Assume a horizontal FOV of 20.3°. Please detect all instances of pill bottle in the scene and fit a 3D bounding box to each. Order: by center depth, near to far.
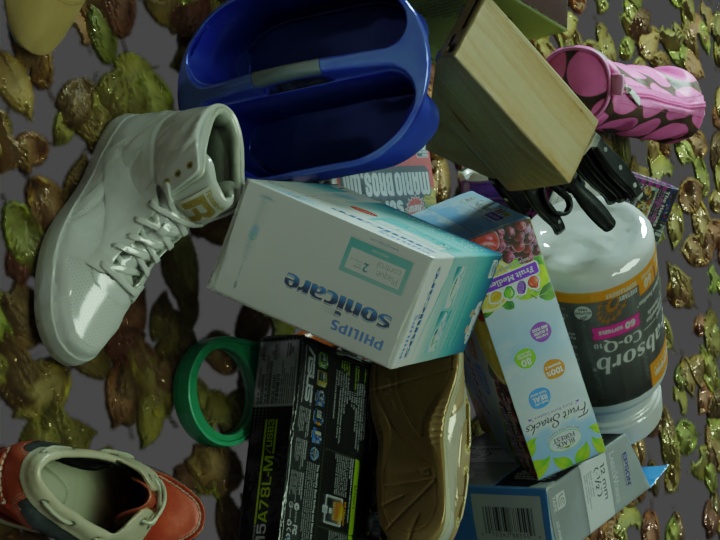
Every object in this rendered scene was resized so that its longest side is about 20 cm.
[{"bbox_3d":[0.199,0.047,1.693,0.117,0.116,0.201,-57,145,-42],"label":"pill bottle"}]

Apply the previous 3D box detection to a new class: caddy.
[{"bbox_3d":[-0.036,-0.137,1.470,0.105,0.199,0.143,12,70,-68],"label":"caddy"}]

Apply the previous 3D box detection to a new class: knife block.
[{"bbox_3d":[0.142,-0.108,1.557,0.200,0.175,0.064,94,20,-63],"label":"knife block"}]

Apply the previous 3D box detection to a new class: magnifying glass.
[{"bbox_3d":[-0.071,0.073,1.511,0.200,0.022,0.080,-26,103,-50],"label":"magnifying glass"}]

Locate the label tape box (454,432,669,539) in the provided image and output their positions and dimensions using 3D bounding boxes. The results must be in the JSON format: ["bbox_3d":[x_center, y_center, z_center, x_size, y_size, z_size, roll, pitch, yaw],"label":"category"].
[{"bbox_3d":[0.146,0.172,1.662,0.200,0.143,0.067,-27,109,-51],"label":"label tape box"}]

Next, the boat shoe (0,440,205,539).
[{"bbox_3d":[-0.167,0.151,1.333,0.199,0.062,0.072,23,62,-49],"label":"boat shoe"}]

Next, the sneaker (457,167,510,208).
[{"bbox_3d":[0.159,-0.035,1.791,0.200,0.080,0.084,31,72,-40],"label":"sneaker"}]

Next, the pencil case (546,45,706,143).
[{"bbox_3d":[0.258,-0.165,1.931,0.199,0.093,0.092,-1,82,-53],"label":"pencil case"}]

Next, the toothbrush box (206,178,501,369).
[{"bbox_3d":[0.000,0.000,1.427,0.086,0.146,0.200,-69,163,8],"label":"toothbrush box"}]

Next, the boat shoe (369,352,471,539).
[{"bbox_3d":[0.049,0.119,1.530,0.069,0.073,0.201,48,43,-60],"label":"boat shoe"}]

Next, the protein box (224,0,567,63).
[{"bbox_3d":[0.030,-0.261,1.570,0.199,0.198,0.136,21,66,-48],"label":"protein box"}]

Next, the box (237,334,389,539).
[{"bbox_3d":[-0.014,0.167,1.524,0.193,0.047,0.202,26,65,-53],"label":"box"}]

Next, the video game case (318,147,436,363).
[{"bbox_3d":[0.021,-0.027,1.653,0.143,0.017,0.202,-4,85,-53],"label":"video game case"}]

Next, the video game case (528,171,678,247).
[{"bbox_3d":[0.187,0.000,1.771,0.181,0.036,0.201,12,102,-49],"label":"video game case"}]

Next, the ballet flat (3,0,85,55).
[{"bbox_3d":[-0.200,-0.246,1.381,0.068,0.063,0.201,27,62,-46],"label":"ballet flat"}]

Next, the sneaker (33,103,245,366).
[{"bbox_3d":[-0.144,-0.031,1.362,0.074,0.115,0.201,43,52,-40],"label":"sneaker"}]

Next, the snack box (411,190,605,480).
[{"bbox_3d":[0.115,0.048,1.613,0.067,0.169,0.201,-20,103,-8],"label":"snack box"}]
